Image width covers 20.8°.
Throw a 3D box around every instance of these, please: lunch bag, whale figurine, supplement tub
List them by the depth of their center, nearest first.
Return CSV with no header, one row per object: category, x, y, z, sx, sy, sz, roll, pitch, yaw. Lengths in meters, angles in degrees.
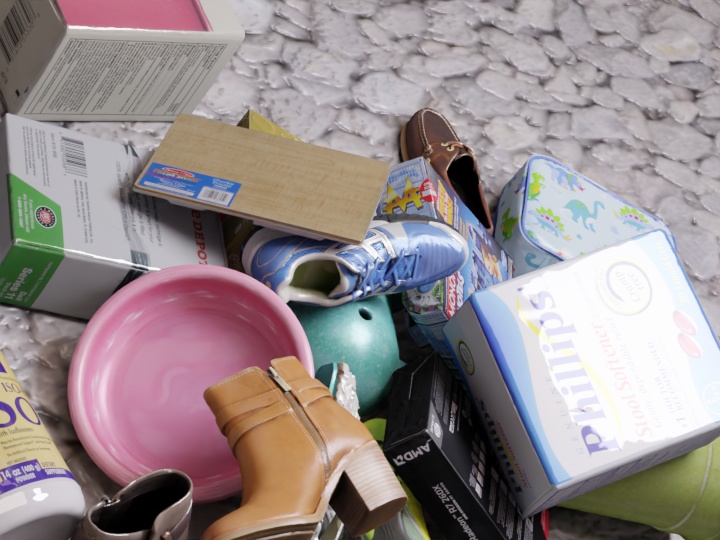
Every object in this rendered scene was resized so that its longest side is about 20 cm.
supplement tub,-0.304,0.126,1.419,0.145,0.145,0.200,-15,64,-45
whale figurine,-0.008,0.047,1.762,0.159,0.104,0.200,38,41,-3
lunch bag,0.233,-0.022,2.037,0.199,0.082,0.161,28,42,-15

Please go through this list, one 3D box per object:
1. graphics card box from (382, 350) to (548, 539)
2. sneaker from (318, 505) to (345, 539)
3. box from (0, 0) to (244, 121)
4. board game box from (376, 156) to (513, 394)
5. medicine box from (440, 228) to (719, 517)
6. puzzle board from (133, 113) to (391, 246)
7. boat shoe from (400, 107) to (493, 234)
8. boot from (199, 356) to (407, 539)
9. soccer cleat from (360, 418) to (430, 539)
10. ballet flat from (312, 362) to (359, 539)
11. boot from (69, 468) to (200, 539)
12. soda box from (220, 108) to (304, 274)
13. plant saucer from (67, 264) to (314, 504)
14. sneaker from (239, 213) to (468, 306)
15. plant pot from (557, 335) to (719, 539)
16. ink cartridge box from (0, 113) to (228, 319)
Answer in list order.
graphics card box,0.093,0.182,1.690,0.200,0.051,0.126,55,22,-24
sneaker,-0.076,0.147,1.658,0.201,0.080,0.074,63,0,9
box,-0.231,-0.217,1.808,0.199,0.128,0.109,-4,56,-42
board game box,0.075,0.004,1.829,0.200,0.061,0.201,54,27,-36
medicine box,0.200,0.087,1.694,0.199,0.103,0.183,-19,75,-20
puzzle board,-0.082,-0.077,1.700,0.199,0.017,0.151,13,31,5
boat shoe,0.095,-0.094,2.004,0.070,0.070,0.201,10,47,-31
boot,-0.076,0.146,1.478,0.199,0.074,0.155,-13,56,-46
soccer cleat,0.028,0.222,1.667,0.064,0.084,0.201,-16,57,2
ballet flat,-0.036,0.174,1.591,0.071,0.201,0.072,21,-3,1
boot,-0.151,0.207,1.463,0.070,0.147,0.200,35,37,21
soda box,-0.093,-0.062,1.791,0.068,0.064,0.200,31,27,-22
plant saucer,-0.135,0.096,1.595,0.199,0.051,0.202,-1,68,3
sneaker,0.000,0.000,1.683,0.199,0.076,0.077,-6,31,-15
plant pot,0.241,0.156,1.823,0.189,0.200,0.201,3,51,-20
ink cartridge box,-0.223,-0.035,1.681,0.199,0.083,0.147,14,46,-29
